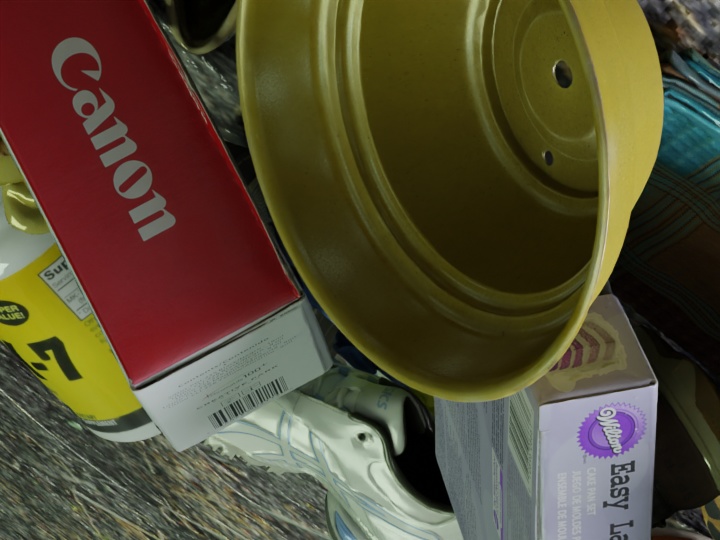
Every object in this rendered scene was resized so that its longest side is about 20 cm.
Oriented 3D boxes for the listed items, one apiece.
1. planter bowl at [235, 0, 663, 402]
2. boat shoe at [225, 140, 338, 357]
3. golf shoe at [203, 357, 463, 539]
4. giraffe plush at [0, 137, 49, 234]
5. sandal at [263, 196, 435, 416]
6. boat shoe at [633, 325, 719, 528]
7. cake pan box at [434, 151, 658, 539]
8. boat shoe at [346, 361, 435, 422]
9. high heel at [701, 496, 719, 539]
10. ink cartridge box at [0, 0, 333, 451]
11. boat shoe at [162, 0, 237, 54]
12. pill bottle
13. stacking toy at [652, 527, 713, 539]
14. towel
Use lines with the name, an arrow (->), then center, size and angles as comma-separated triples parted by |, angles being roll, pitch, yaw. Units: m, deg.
planter bowl -> 0.046, -0.062, 0.888 | 0.200, 0.083, 0.202 | 26, 124, 45
boat shoe -> -0.050, -0.003, 1.273 | 0.073, 0.074, 0.200 | 38, 154, 24
golf shoe -> -0.012, 0.063, 1.176 | 0.200, 0.078, 0.097 | 41, 139, -4
giraffe plush -> -0.212, -0.098, 1.219 | 0.161, 0.201, 0.173 | 2, 146, -2
sandal -> 0.000, 0.000, 1.175 | 0.087, 0.080, 0.200 | 24, 156, 40
boat shoe -> 0.116, 0.069, 1.078 | 0.074, 0.065, 0.200 | 63, 177, 0
cake pan box -> 0.068, 0.058, 1.000 | 0.185, 0.052, 0.201 | -112, 14, -51
boat shoe -> 0.021, 0.111, 1.264 | 0.202, 0.071, 0.070 | 67, -168, 16
high heel -> 0.234, 0.136, 1.101 | 0.143, 0.072, 0.200 | 44, 165, -27
ink cartridge box -> -0.099, -0.044, 1.063 | 0.201, 0.084, 0.176 | 61, 176, 15
boat shoe -> -0.048, -0.139, 0.931 | 0.071, 0.076, 0.200 | 31, 160, 13
pill bottle -> -0.161, -0.009, 1.362 | 0.114, 0.115, 0.200 | 10, 148, 50
stacking toy -> 0.156, 0.177, 1.196 | 0.146, 0.146, 0.200 | 33, 163, 8
towel -> 0.143, -0.009, 0.995 | 0.146, 0.022, 0.200 | 38, 161, -3
